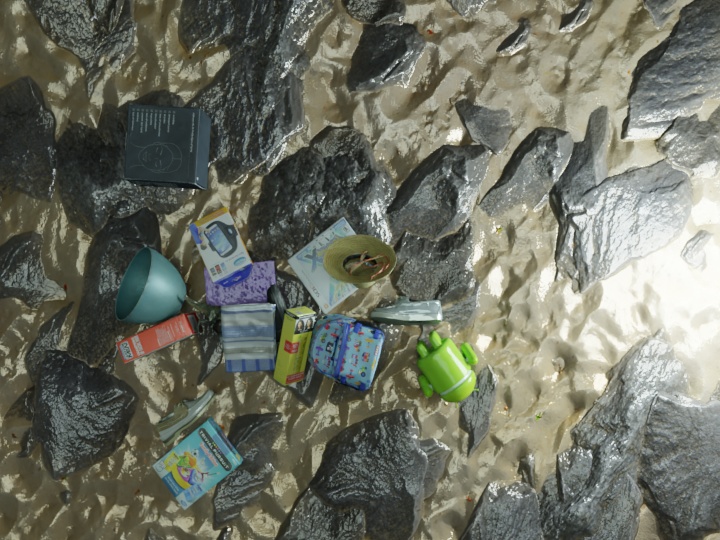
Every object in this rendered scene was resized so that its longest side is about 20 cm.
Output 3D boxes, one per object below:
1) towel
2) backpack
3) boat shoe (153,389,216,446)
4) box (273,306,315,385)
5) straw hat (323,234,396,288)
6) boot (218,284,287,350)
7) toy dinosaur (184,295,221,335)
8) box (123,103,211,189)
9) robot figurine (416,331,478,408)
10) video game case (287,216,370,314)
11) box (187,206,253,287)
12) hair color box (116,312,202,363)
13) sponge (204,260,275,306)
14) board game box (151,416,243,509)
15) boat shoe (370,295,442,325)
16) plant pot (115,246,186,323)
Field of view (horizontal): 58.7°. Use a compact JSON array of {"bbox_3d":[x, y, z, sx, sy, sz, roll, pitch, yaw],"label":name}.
[{"bbox_3d":[-0.295,0.181,1.700,0.143,0.024,0.204,-2,113,-7],"label":"towel"},{"bbox_3d":[-0.045,0.211,1.712,0.196,0.135,0.186,19,89,4],"label":"backpack"},{"bbox_3d":[-0.480,0.390,1.745,0.200,0.075,0.069,-43,95,1],"label":"boat shoe"},{"bbox_3d":[-0.177,0.201,1.711,0.050,0.074,0.204,25,109,37],"label":"box"},{"bbox_3d":[0.000,0.000,1.709,0.196,0.203,0.086,-6,134,1],"label":"straw hat"},{"bbox_3d":[-0.292,0.145,1.735,0.196,0.066,0.168,-19,106,3],"label":"boot"},{"bbox_3d":[-0.402,0.129,1.737,0.197,0.047,0.089,20,101,-34],"label":"toy dinosaur"},{"bbox_3d":[-0.516,-0.330,1.723,0.192,0.124,0.205,4,89,2],"label":"box"},{"bbox_3d":[0.229,0.265,1.715,0.174,0.116,0.201,-37,90,7],"label":"robot figurine"},{"bbox_3d":[-0.073,-0.014,1.767,0.199,0.022,0.184,-37,90,0],"label":"video game case"},{"bbox_3d":[-0.376,-0.058,1.742,0.117,0.042,0.203,-26,77,-4],"label":"box"},{"bbox_3d":[-0.540,0.179,1.728,0.197,0.111,0.065,-24,89,0],"label":"hair color box"},{"bbox_3d":[-0.330,0.038,1.767,0.195,0.030,0.114,-6,90,0],"label":"sponge"},{"bbox_3d":[-0.447,0.529,1.758,0.199,0.047,0.152,-39,90,1],"label":"board game box"},{"bbox_3d":[0.125,0.108,1.749,0.196,0.070,0.073,0,70,2],"label":"boat shoe"},{"bbox_3d":[-0.546,0.057,1.706,0.133,0.199,0.203,26,90,-36],"label":"plant pot"}]
